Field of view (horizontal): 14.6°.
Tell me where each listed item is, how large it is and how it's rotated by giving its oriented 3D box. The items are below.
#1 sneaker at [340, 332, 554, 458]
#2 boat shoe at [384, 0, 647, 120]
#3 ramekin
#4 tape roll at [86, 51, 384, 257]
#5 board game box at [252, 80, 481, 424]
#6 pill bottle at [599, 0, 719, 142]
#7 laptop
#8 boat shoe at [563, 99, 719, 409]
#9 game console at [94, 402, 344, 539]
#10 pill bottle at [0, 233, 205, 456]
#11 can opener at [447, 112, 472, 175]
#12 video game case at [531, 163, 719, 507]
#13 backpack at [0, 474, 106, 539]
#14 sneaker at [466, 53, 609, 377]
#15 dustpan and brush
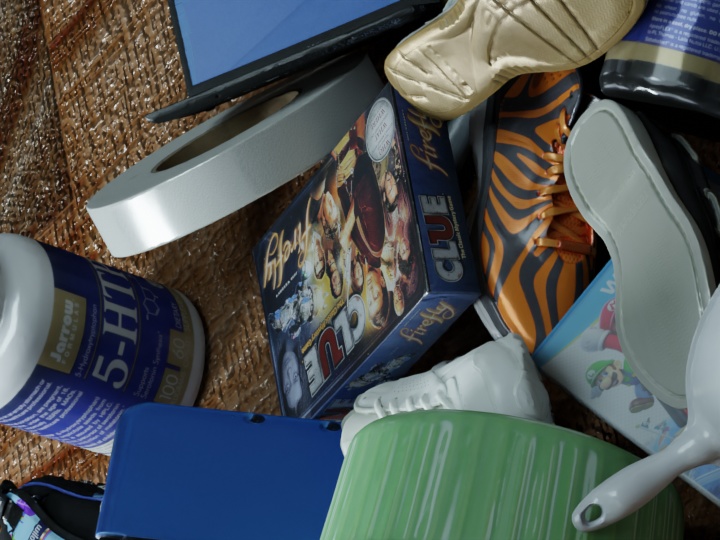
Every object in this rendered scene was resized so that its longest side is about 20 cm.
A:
[{"bbox_3d":[0.043,0.088,1.522,0.200,0.099,0.078,146,107,-73],"label":"sneaker"},{"bbox_3d":[0.089,-0.145,1.503,0.200,0.071,0.069,-21,27,52],"label":"boat shoe"},{"bbox_3d":[0.072,0.147,1.439,0.199,0.199,0.098,-11,59,47],"label":"ramekin"},{"bbox_3d":[-0.076,-0.072,1.728,0.202,0.203,0.037,-19,104,44],"label":"tape roll"},{"bbox_3d":[0.000,0.000,1.628,0.200,0.034,0.136,-49,45,51],"label":"board game box"},{"bbox_3d":[0.206,-0.173,1.480,0.112,0.111,0.201,14,85,51],"label":"pill bottle"},{"bbox_3d":[-0.049,-0.173,1.735,0.176,0.200,0.104,-22,92,11],"label":"laptop"},{"bbox_3d":[0.162,-0.006,1.445,0.074,0.060,0.201,-54,36,29],"label":"boat shoe"},{"bbox_3d":[-0.052,0.181,1.603,0.118,0.199,0.172,-77,-8,-76],"label":"game console"},{"bbox_3d":[-0.210,0.043,1.811,0.119,0.199,0.120,-23,58,42],"label":"pill bottle"},{"bbox_3d":[0.058,-0.106,1.688,0.201,0.052,0.066,-63,4,6],"label":"can opener"},{"bbox_3d":[0.191,0.038,1.445,0.143,0.018,0.200,-50,41,-2],"label":"video game case"},{"bbox_3d":[-0.145,0.225,1.706,0.199,0.134,0.184,4,77,51],"label":"backpack"},{"bbox_3d":[0.112,-0.047,1.550,0.112,0.077,0.201,-40,48,48],"label":"sneaker"},{"bbox_3d":[0.189,0.067,1.346,0.199,0.140,0.057,-33,2,-11],"label":"dustpan and brush"}]
